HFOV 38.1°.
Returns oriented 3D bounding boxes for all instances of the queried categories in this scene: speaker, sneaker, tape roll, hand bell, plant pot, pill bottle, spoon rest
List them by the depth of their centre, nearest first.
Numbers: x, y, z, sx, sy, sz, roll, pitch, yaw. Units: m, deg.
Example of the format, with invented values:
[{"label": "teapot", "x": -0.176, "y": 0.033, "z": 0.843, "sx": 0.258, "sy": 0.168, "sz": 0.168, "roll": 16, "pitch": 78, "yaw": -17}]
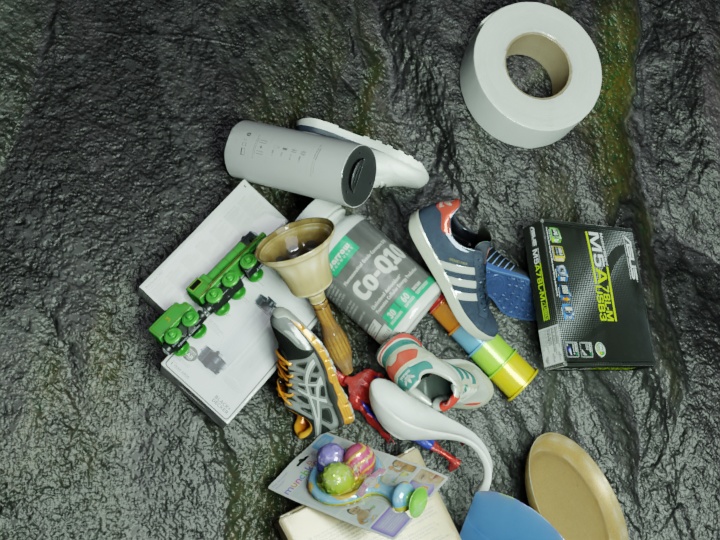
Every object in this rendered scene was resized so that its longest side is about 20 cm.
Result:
[{"label": "sneaker", "x": -0.072, "y": 0.133, "z": 1.291, "sx": 0.077, "sy": 0.078, "sz": 0.201, "roll": -30, "pitch": 122, "yaw": -11}, {"label": "spoon rest", "x": 0.091, "y": 0.202, "z": 1.298, "sx": 0.200, "sy": 0.099, "sz": 0.061, "roll": 41, "pitch": 105, "yaw": -2}, {"label": "hand bell", "x": -0.050, "y": 0.046, "z": 1.299, "sx": 0.103, "sy": 0.104, "sz": 0.202, "roll": -30, "pitch": 119, "yaw": -19}, {"label": "sneaker", "x": 0.107, "y": 0.152, "z": 1.319, "sx": 0.199, "sy": 0.094, "sz": 0.070, "roll": 30, "pitch": 109, "yaw": -38}, {"label": "sneaker", "x": 0.142, "y": -0.001, "z": 1.327, "sx": 0.084, "sy": 0.075, "sz": 0.201, "roll": -26, "pitch": 111, "yaw": 18}, {"label": "plant pot", "x": 0.274, "y": 0.307, "z": 1.341, "sx": 0.199, "sy": 0.027, "sz": 0.202, "roll": 32, "pitch": 39, "yaw": -29}, {"label": "speaker", "x": -0.078, "y": -0.139, "z": 1.343, "sx": 0.198, "sy": 0.081, "sz": 0.082, "roll": 15, "pitch": 67, "yaw": 33}, {"label": "pill bottle", "x": 0.000, "y": 0.000, "z": 1.358, "sx": 0.199, "sy": 0.113, "sz": 0.113, "roll": 40, "pitch": 70, "yaw": 8}, {"label": "sneaker", "x": -0.005, "y": -0.141, "z": 1.429, "sx": 0.198, "sy": 0.076, "sz": 0.081, "roll": 17, "pitch": 81, "yaw": -1}, {"label": "sneaker", "x": 0.181, "y": 0.000, "z": 1.430, "sx": 0.198, "sy": 0.070, "sz": 0.078, "roll": 25, "pitch": 35, "yaw": -22}, {"label": "tape roll", "x": 0.247, "y": -0.285, "z": 1.520, "sx": 0.200, "sy": 0.071, "sz": 0.205, "roll": 3, "pitch": 75, "yaw": -12}]

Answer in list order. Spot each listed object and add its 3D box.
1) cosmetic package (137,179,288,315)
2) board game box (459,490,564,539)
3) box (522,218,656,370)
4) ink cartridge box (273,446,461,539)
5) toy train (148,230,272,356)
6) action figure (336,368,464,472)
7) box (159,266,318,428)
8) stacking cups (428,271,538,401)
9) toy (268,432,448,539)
[{"label": "cosmetic package", "x": -0.191, "y": -0.017, "z": 1.356, "sx": 0.082, "sy": 0.051, "sz": 0.200, "roll": 43, "pitch": 71, "yaw": -3}, {"label": "board game box", "x": 0.200, "y": 0.348, "z": 1.285, "sx": 0.157, "sy": 0.202, "sz": 0.039, "roll": 36, "pitch": 45, "yaw": 25}, {"label": "box", "x": 0.315, "y": 0.036, "z": 1.427, "sx": 0.191, "sy": 0.047, "sz": 0.203, "roll": 4, "pitch": 73, "yaw": -35}, {"label": "ink cartridge box", "x": 0.014, "y": 0.340, "z": 1.296, "sx": 0.198, "sy": 0.075, "sz": 0.166, "roll": -23, "pitch": 80, "yaw": -17}, {"label": "toy train", "x": -0.181, "y": 0.025, "z": 1.295, "sx": 0.056, "sy": 0.042, "sz": 0.200, "roll": 31, "pitch": 68, "yaw": 33}, {"label": "action figure", "x": 0.047, "y": 0.187, "z": 1.358, "sx": 0.199, "sy": 0.052, "sz": 0.066, "roll": 34, "pitch": 66, "yaw": -3}, {"label": "box", "x": -0.148, "y": 0.088, "z": 1.333, "sx": 0.116, "sy": 0.060, "sz": 0.200, "roll": 40, "pitch": 71, "yaw": 0}, {"label": "stacking cups", "x": 0.147, "y": 0.088, "z": 1.407, "sx": 0.200, "sy": 0.061, "sz": 0.061, "roll": 43, "pitch": 70, "yaw": 4}, {"label": "toy", "x": -0.008, "y": 0.242, "z": 1.252, "sx": 0.198, "sy": 0.048, "sz": 0.115, "roll": 16, "pitch": 40, "yaw": 36}]
